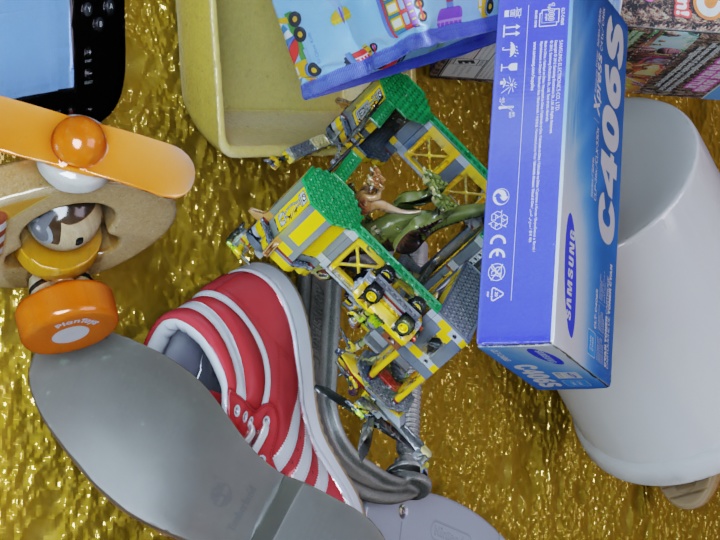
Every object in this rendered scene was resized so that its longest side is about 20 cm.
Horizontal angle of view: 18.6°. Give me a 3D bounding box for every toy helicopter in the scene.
[{"bbox_3d":[-0.161,-0.030,0.942,0.199,0.132,0.080,6,60,-44],"label":"toy helicopter"}]

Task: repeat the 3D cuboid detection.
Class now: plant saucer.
[{"bbox_3d":[-0.043,-0.161,1.207,0.199,0.048,0.202,-5,91,-58],"label":"plant saucer"}]

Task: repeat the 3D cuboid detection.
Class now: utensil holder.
[{"bbox_3d":[0.185,0.012,1.443,0.201,0.169,0.171,59,42,-35],"label":"utensil holder"}]

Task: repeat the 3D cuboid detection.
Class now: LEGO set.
[{"bbox_3d":[0.000,0.000,1.145,0.154,0.116,0.201,40,32,-13],"label":"LEGO set"}]

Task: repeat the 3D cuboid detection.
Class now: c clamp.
[{"bbox_3d":[0.017,0.052,1.274,0.171,0.027,0.201,44,40,-39],"label":"c clamp"}]

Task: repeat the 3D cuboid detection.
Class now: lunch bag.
[{"bbox_3d":[0.036,-0.190,1.157,0.199,0.094,0.152,-20,91,-49],"label":"lunch bag"}]

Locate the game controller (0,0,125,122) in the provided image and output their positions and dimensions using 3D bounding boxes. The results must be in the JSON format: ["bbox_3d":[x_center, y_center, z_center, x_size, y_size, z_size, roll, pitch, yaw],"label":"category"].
[{"bbox_3d":[-0.172,-0.108,1.003,0.199,0.042,0.105,-19,104,-56],"label":"game controller"}]

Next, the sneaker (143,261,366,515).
[{"bbox_3d":[-0.059,0.104,1.137,0.112,0.071,0.202,-24,100,-60],"label":"sneaker"}]

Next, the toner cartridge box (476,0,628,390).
[{"bbox_3d":[0.100,-0.048,1.125,0.095,0.043,0.202,32,59,-61],"label":"toner cartridge box"}]

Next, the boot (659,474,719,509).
[{"bbox_3d":[0.280,0.088,1.675,0.166,0.072,0.202,20,67,-53],"label":"boot"}]

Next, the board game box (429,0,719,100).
[{"bbox_3d":[0.151,-0.173,1.327,0.159,0.198,0.098,135,-42,-79],"label":"board game box"}]

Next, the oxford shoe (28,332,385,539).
[{"bbox_3d":[-0.080,0.103,1.064,0.200,0.071,0.072,39,74,-2],"label":"oxford shoe"}]

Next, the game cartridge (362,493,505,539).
[{"bbox_3d":[0.036,0.203,1.316,0.200,0.040,0.135,31,65,-53],"label":"game cartridge"}]
